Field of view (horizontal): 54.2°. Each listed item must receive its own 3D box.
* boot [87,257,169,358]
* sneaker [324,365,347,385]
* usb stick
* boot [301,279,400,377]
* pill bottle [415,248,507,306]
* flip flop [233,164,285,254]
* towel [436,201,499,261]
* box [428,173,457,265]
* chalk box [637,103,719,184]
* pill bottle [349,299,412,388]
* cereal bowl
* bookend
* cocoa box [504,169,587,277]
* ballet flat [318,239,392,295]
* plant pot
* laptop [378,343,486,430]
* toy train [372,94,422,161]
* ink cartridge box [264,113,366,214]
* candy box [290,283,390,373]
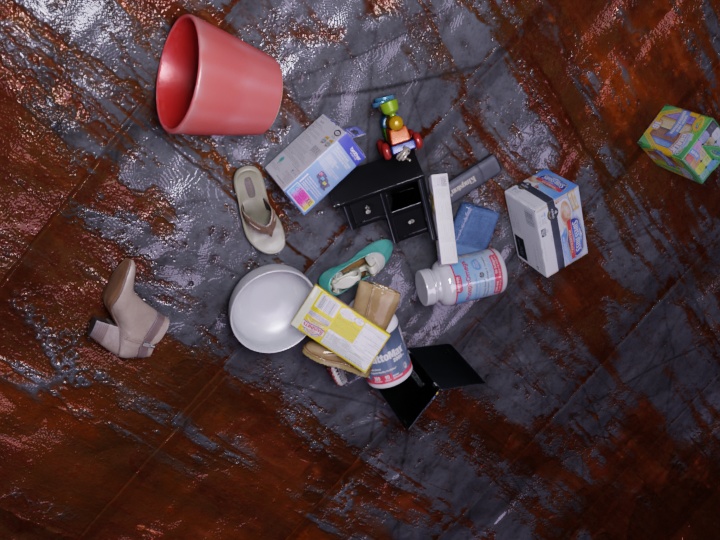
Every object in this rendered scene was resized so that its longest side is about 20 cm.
[{"bbox_3d":[-0.455,0.085,1.432,0.145,0.070,0.202,23,104,-39],"label":"boot"},{"bbox_3d":[-0.053,0.185,1.659,0.081,0.078,0.203,-20,122,-16],"label":"sneaker"},{"bbox_3d":[0.239,-0.201,1.629,0.198,0.033,0.056,-32,118,-7],"label":"usb stick"},{"bbox_3d":[-0.021,0.116,1.565,0.172,0.066,0.204,17,100,-7],"label":"boot"},{"bbox_3d":[0.232,0.020,1.637,0.196,0.109,0.111,-13,120,-13],"label":"pill bottle"},{"bbox_3d":[-0.206,-0.118,1.445,0.080,0.058,0.203,-21,122,-14],"label":"flip flop"},{"bbox_3d":[0.251,-0.063,1.695,0.110,0.049,0.203,12,110,-25],"label":"towel"},{"bbox_3d":[0.185,-0.114,1.579,0.041,0.039,0.205,-7,87,-5],"label":"box"},{"bbox_3d":[0.820,-0.308,1.749,0.124,0.200,0.125,32,99,-33],"label":"chalk box"},{"bbox_3d":[0.042,0.162,1.660,0.118,0.119,0.203,-24,110,-12],"label":"pill bottle"},{"bbox_3d":[-0.195,0.073,1.531,0.196,0.083,0.204,-11,120,-20],"label":"cereal bowl"},{"bbox_3d":[0.050,-0.132,1.519,0.196,0.093,0.200,-18,138,1],"label":"bookend"},{"bbox_3d":[0.453,-0.116,1.712,0.130,0.133,0.203,-28,124,-11],"label":"cocoa box"},{"bbox_3d":[0.000,0.000,1.595,0.198,0.070,0.068,-29,123,-10],"label":"ballet flat"},{"bbox_3d":[-0.245,-0.329,1.251,0.175,0.200,0.204,5,113,-36],"label":"plant pot"},{"bbox_3d":[0.170,0.283,1.747,0.115,0.187,0.201,34,98,-33],"label":"laptop"},{"bbox_3d":[0.071,-0.287,1.402,0.083,0.200,0.118,-19,107,-1],"label":"toy train"},{"bbox_3d":[-0.081,-0.225,1.403,0.200,0.137,0.076,-44,127,1],"label":"ink cartridge box"},{"bbox_3d":[-0.043,0.126,1.519,0.198,0.026,0.103,34,100,-9],"label":"candy box"}]
